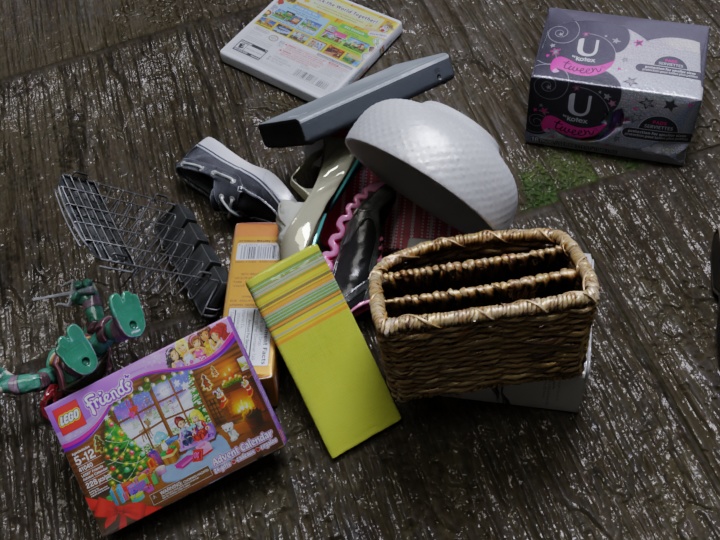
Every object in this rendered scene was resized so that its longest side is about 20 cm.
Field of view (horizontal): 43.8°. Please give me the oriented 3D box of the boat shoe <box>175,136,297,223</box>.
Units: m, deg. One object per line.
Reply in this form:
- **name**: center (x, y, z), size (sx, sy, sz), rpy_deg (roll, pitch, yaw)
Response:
- **boat shoe**: center (-0.150, -0.094, 1.083), size (0.199, 0.072, 0.068), rpy_deg (35, 63, 30)

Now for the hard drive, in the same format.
- **hard drive**: center (-0.008, -0.192, 1.025), size (0.198, 0.033, 0.139), rpy_deg (-28, 17, -20)

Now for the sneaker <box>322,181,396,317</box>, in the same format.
- **sneaker**: center (0.000, 0.000, 0.990), size (0.094, 0.079, 0.203), rpy_deg (27, 80, 12)

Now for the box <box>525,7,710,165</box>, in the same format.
- **box**: center (0.311, -0.226, 1.093), size (0.196, 0.116, 0.134), rpy_deg (11, 56, 15)

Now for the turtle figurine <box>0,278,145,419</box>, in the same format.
- **turtle figurine**: center (-0.304, 0.081, 0.937), size (0.198, 0.101, 0.151), rpy_deg (-18, 36, 49)

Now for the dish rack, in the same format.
- **dish rack**: center (-0.241, -0.031, 0.979), size (0.055, 0.198, 0.154), rpy_deg (-50, 54, 20)

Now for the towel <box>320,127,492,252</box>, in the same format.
- **towel**: center (0.052, -0.093, 1.049), size (0.195, 0.022, 0.148), rpy_deg (4, 86, 10)

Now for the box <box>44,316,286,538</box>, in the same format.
- **box**: center (-0.188, 0.151, 0.877), size (0.197, 0.039, 0.139), rpy_deg (-26, 89, -3)

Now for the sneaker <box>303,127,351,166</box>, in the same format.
- **sneaker**: center (0.026, -0.138, 1.091), size (0.195, 0.074, 0.086), rpy_deg (-2, 52, 4)

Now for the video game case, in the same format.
- **video game case**: center (-0.069, -0.323, 1.267), size (0.198, 0.023, 0.183), rpy_deg (28, 63, 25)

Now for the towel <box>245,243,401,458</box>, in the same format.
- **towel**: center (-0.038, 0.081, 0.919), size (0.085, 0.018, 0.203), rpy_deg (-26, 88, -8)

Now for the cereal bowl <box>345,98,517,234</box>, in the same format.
- **cereal bowl**: center (0.084, -0.116, 0.935), size (0.198, 0.200, 0.084), rpy_deg (31, 86, 25)

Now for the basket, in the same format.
- **basket**: center (0.107, 0.017, 0.821), size (0.195, 0.150, 0.145), rpy_deg (-8, 57, 4)

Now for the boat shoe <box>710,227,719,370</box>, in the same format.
- **boat shoe**: center (0.404, 0.036, 0.922), size (0.066, 0.073, 0.203), rpy_deg (5, 55, 11)

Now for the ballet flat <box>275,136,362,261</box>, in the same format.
- **ballet flat**: center (-0.058, -0.072, 0.996), size (0.068, 0.070, 0.202), rpy_deg (16, 59, 17)

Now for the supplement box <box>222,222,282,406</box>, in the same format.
- **supplement box**: center (-0.114, 0.046, 0.983), size (0.067, 0.067, 0.203), rpy_deg (2, 55, 4)

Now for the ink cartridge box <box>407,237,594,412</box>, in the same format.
- **ink cartridge box**: center (0.138, 0.055, 0.933), size (0.195, 0.085, 0.147), rpy_deg (6, 57, 12)
